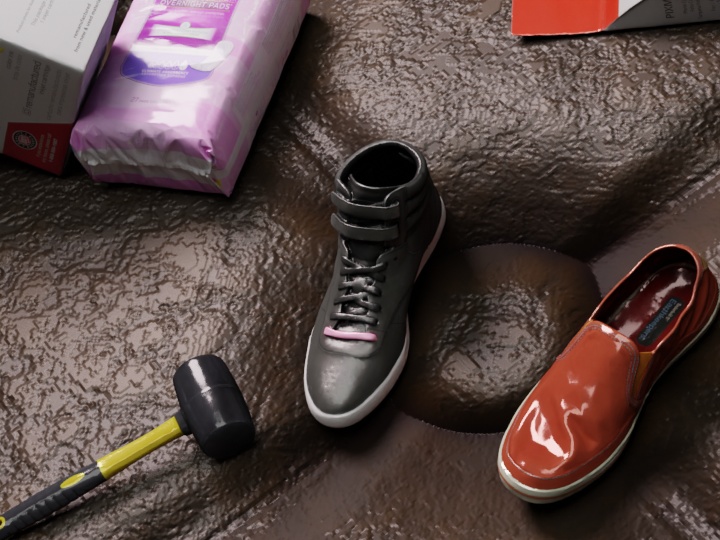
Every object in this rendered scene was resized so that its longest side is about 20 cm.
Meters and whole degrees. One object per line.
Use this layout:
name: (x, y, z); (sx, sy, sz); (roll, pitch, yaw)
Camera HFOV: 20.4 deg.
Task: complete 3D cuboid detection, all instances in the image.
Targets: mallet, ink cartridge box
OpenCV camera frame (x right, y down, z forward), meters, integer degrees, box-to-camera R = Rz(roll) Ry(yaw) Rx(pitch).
mallet: (-0.159, 0.135, 1.310); (0.200, 0.041, 0.066); (-36, 54, -4)
ink cartridge box: (-0.290, -0.170, 1.455); (0.200, 0.146, 0.083); (20, 58, -4)
ink cartridge box: (0.209, -0.252, 1.470); (0.199, 0.047, 0.160); (-3, 54, 13)

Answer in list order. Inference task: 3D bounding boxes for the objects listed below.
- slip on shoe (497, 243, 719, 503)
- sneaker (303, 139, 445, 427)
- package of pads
slip on shoe: (0.153, 0.060, 1.247); (0.074, 0.061, 0.200); (32, 70, 32)
sneaker: (0.000, 0.000, 1.316); (0.071, 0.099, 0.200); (9, 59, 21)
package of pads: (-0.123, -0.151, 1.483); (0.120, 0.076, 0.200); (8, 57, 20)
